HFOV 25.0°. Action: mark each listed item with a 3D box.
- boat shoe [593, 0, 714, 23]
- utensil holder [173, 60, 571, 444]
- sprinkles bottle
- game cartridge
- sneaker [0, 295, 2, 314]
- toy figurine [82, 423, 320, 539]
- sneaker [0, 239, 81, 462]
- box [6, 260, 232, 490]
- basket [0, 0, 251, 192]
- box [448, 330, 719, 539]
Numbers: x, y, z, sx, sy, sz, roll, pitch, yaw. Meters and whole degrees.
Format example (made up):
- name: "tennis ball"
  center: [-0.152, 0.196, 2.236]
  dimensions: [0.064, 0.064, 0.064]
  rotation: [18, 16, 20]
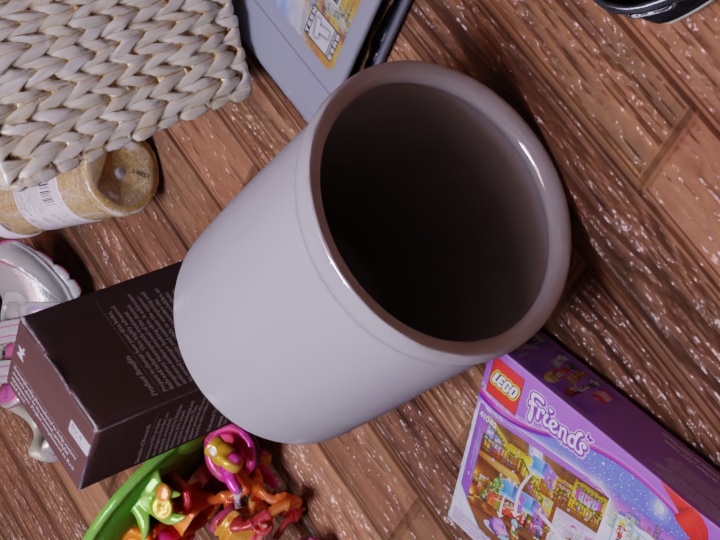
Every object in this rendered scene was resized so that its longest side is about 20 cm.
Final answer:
- name: "boat shoe"
  center: [0.174, -0.174, 0.737]
  dimensions: [0.200, 0.062, 0.075]
  rotation: [-37, 74, 50]
- name: "utensil holder"
  center: [0.000, 0.000, 0.946]
  dimensions: [0.200, 0.169, 0.172]
  rotation: [-38, 75, 54]
- name: "sprinkles bottle"
  center: [-0.237, -0.067, 1.297]
  dimensions: [0.199, 0.068, 0.069]
  rotation: [-6, 100, 52]
- name: "game cartridge"
  center: [-0.021, -0.195, 0.998]
  dimensions: [0.133, 0.041, 0.201]
  rotation: [48, 137, 22]
- name: "sneaker"
  center: [-0.338, 0.045, 1.480]
  dimensions: [0.200, 0.087, 0.075]
  rotation: [103, 146, -69]
- name: "toy figurine"
  center: [-0.082, 0.210, 1.200]
  dimensions: [0.184, 0.150, 0.201]
  rotation: [42, 111, 15]
- name: "sneaker"
  center: [-0.269, 0.072, 1.363]
  dimensions: [0.081, 0.088, 0.202]
  rotation: [-22, 94, 53]
- name: "box"
  center: [-0.125, 0.058, 1.097]
  dimensions: [0.100, 0.198, 0.075]
  rotation: [51, 138, 25]
- name: "basket"
  center: [-0.198, -0.162, 1.076]
  dimensions: [0.199, 0.197, 0.163]
  rotation: [11, 122, 62]
- name: "box"
  center: [0.140, 0.144, 0.929]
  dimensions: [0.200, 0.039, 0.138]
  rotation: [40, 133, 35]
